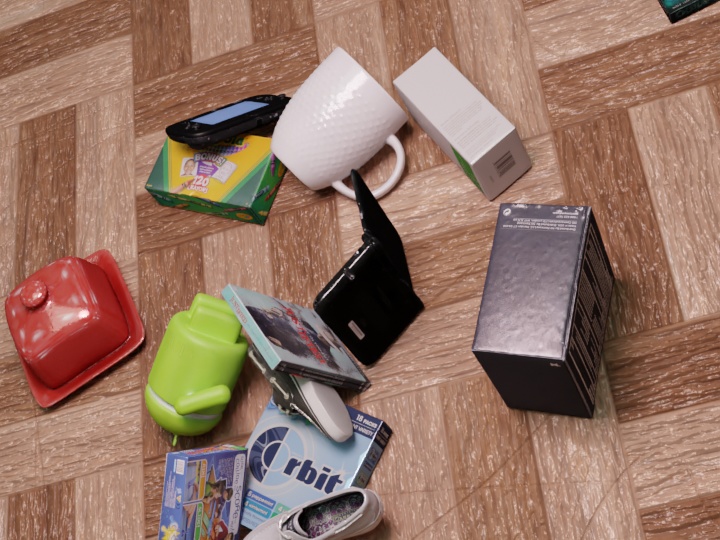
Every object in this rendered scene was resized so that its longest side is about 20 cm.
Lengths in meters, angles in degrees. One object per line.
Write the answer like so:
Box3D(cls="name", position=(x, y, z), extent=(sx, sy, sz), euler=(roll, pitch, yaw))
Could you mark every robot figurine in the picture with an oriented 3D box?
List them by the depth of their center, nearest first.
Box3D(cls="robot figurine", position=(-0.225, 0.137, 1.702), extent=(0.176, 0.115, 0.202), euler=(-115, 46, -69))

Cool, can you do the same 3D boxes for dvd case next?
Box3D(cls="dvd case", position=(-0.084, 0.090, 1.645), extent=(0.022, 0.199, 0.146), euler=(-48, 55, 15))

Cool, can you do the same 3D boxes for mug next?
Box3D(cls="mug", position=(-0.023, -0.192, 1.810), extent=(0.200, 0.148, 0.175), euler=(45, 94, 3))

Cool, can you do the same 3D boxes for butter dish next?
Box3D(cls="butter dish", position=(-0.448, 0.062, 1.835), extent=(0.199, 0.148, 0.200), euler=(-33, 58, 3))

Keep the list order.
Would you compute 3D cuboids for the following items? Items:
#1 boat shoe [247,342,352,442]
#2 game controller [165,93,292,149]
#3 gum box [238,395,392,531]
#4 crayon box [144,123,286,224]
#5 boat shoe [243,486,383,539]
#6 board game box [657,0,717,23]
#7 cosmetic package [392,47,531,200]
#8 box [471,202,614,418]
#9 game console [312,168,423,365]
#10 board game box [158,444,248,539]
Box3D(cls="boat shoe", position=(-0.081, 0.158, 1.636), extent=(0.064, 0.071, 0.200), euler=(-46, 57, 12))
Box3D(cls="game controller", position=(-0.197, -0.232, 1.887), extent=(0.199, 0.043, 0.104), euler=(-25, 35, -36))
Box3D(cls="gum box", position=(-0.076, 0.263, 1.642), extent=(0.169, 0.045, 0.201), euler=(19, 73, 29))
Box3D(cls="crayon box", position=(-0.218, -0.149, 1.903), extent=(0.198, 0.058, 0.120), euler=(11, 68, 27))
Box3D(cls="boat shoe", position=(-0.069, 0.321, 1.542), extent=(0.198, 0.069, 0.073), euler=(-18, 60, 12))
Box3D(cls="board game box", position=(0.507, -0.452, 1.784), extent=(0.198, 0.028, 0.136), euler=(-26, 58, 8))
Box3D(cls="cosmetic package", position=(0.144, -0.209, 1.759), extent=(0.085, 0.108, 0.200), euler=(-40, 55, -1))
Box3D(cls="box", position=(0.229, 0.051, 1.535), extent=(0.122, 0.200, 0.200), euler=(3, 65, 22))
Box3D(cls="game console", position=(0.000, 0.000, 1.654), extent=(0.176, 0.200, 0.116), euler=(-48, 56, -6))
Box3D(cls="board game box", position=(-0.200, 0.326, 1.564), extent=(0.034, 0.135, 0.203), euler=(6, 90, 29))
